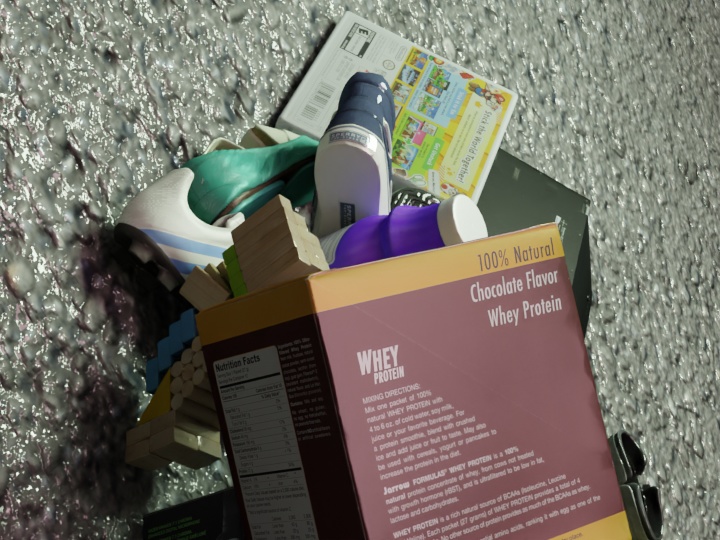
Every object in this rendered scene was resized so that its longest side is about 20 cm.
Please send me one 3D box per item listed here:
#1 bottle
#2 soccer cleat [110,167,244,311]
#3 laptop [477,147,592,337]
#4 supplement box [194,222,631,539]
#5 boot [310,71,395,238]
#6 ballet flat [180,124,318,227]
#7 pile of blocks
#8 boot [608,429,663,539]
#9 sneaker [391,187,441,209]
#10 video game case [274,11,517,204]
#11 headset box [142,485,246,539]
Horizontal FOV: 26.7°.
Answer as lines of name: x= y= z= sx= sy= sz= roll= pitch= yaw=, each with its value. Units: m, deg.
bottle: x=0.000 y=0.000 z=1.117 sx=0.066 sy=0.198 sz=0.084 roll=60 pitch=31 yaw=-14
soccer cleat: x=-0.089 y=0.013 z=1.076 sx=0.087 sy=0.069 sz=0.200 roll=-51 pitch=119 yaw=-22
laptop: x=0.175 y=0.006 z=1.569 sx=0.198 sy=0.116 sz=0.188 roll=29 pitch=41 yaw=-7
supplement box: x=0.032 y=0.094 z=0.921 sx=0.195 sy=0.132 sz=0.203 roll=-12 pitch=87 yaw=-36
boot: x=-0.001 y=-0.054 z=1.191 sx=0.201 sy=0.072 sz=0.091 roll=98 pitch=7 yaw=-47
ballet flat: x=-0.078 y=-0.081 z=1.179 sx=0.071 sy=0.067 sz=0.200 roll=51 pitch=28 yaw=8
pile of blocks: x=-0.086 y=0.049 z=1.015 sx=0.062 sy=0.201 sz=0.082 roll=30 pitch=7 yaw=-45
boot: x=0.214 y=0.255 z=1.365 sx=0.069 sy=0.130 sz=0.203 roll=5 pitch=68 yaw=-57
sneaker: x=0.059 y=0.031 z=1.244 sx=0.075 sy=0.076 sz=0.202 roll=-24 pitch=96 yaw=-27
video game case: x=0.037 y=-0.138 z=1.331 sx=0.180 sy=0.023 sz=0.201 roll=26 pitch=40 yaw=0
headset box: x=-0.054 y=0.251 z=0.989 sx=0.174 sy=0.092 sz=0.203 roll=31 pitch=47 yaw=-46
